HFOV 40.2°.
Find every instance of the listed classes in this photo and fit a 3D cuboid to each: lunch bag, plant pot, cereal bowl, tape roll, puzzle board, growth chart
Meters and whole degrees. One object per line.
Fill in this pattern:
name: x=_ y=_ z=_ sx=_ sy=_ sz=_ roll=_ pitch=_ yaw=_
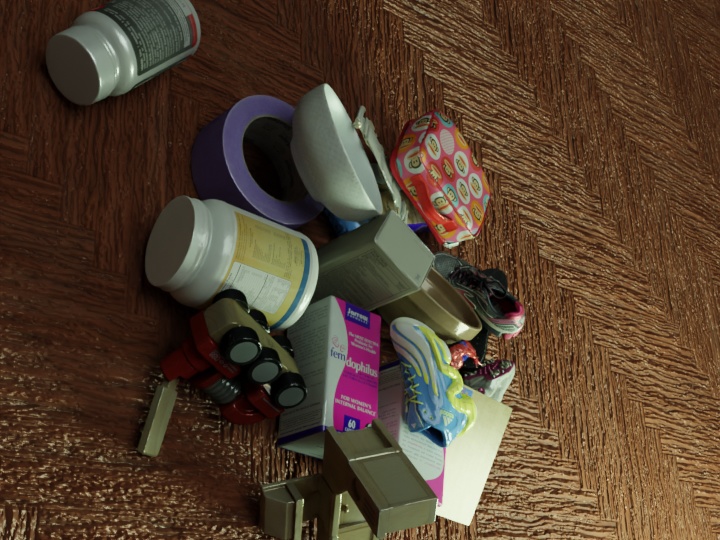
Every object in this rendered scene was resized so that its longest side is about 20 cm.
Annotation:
lunch bag: x=0.132 y=-0.142 z=1.605 sx=0.200 sy=0.081 sz=0.177 roll=53 pitch=37 yaw=-27
plant pot: x=0.090 y=0.054 z=1.554 sx=0.201 sy=0.093 sz=0.201 roll=41 pitch=13 yaw=-11
cereal bowl: x=-0.044 y=-0.157 z=1.402 sx=0.200 sy=0.083 sz=0.202 roll=-24 pitch=90 yaw=-81
tape roll: x=-0.144 y=-0.149 z=1.449 sx=0.199 sy=0.085 sz=0.202 roll=19 pitch=61 yaw=-38
puzzle board: x=0.155 y=0.287 z=1.542 sx=0.150 sy=0.017 sz=0.202 roll=28 pitch=79 yaw=-38
growth chart: x=0.035 y=-0.162 z=1.538 sx=0.145 sy=0.018 sz=0.201 roll=-62 pitch=129 yaw=-77

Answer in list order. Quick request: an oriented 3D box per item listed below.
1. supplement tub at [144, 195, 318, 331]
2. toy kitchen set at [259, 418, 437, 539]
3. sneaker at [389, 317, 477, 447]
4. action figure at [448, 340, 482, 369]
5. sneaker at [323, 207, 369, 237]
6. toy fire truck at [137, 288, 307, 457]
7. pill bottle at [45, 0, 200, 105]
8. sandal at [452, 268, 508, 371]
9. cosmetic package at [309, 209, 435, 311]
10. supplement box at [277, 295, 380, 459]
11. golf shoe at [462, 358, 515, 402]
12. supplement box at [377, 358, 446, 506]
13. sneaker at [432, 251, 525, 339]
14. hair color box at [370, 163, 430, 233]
supplement tub: x=-0.172 y=-0.009 z=1.318 sx=0.199 sy=0.144 sz=0.146 roll=21 pitch=59 yaw=-36
toy kitchen set: x=-0.024 y=0.330 z=1.250 sx=0.162 sy=0.180 sz=0.202 roll=-7 pitch=117 yaw=-23
sneaker: x=0.093 y=0.167 z=1.405 sx=0.201 sy=0.075 sz=0.105 roll=54 pitch=46 yaw=-13
action figure: x=0.150 y=0.142 z=1.548 sx=0.052 sy=0.065 sz=0.200 roll=62 pitch=10 yaw=9
sneaker: x=-0.035 y=-0.095 z=1.552 sx=0.078 sy=0.066 sz=0.202 roll=-6 pitch=76 yaw=-33
toy fire truck: x=-0.188 y=0.153 z=1.261 sx=0.176 sy=0.199 sz=0.129 roll=50 pitch=10 yaw=-44
pill bottle: x=-0.318 y=-0.305 z=1.324 sx=0.114 sy=0.113 sz=0.200 roll=56 pitch=44 yaw=-10
sandal: x=0.202 y=0.086 z=1.708 sx=0.048 sy=0.075 sz=0.202 roll=79 pitch=30 yaw=-61
cosmetic package: x=0.000 y=0.000 z=1.440 sx=0.104 sy=0.199 sz=0.073 roll=47 pitch=47 yaw=-19
supplement box: x=-0.043 y=0.154 z=1.395 sx=0.101 sy=0.103 sz=0.202 roll=23 pitch=56 yaw=-36
golf shoe: x=0.204 y=0.217 z=1.653 sx=0.200 sy=0.075 sz=0.092 roll=-34 pitch=118 yaw=-47
supplement box: x=0.062 y=0.248 z=1.466 sx=0.101 sy=0.103 sz=0.202 roll=29 pitch=53 yaw=-33
sneaker: x=0.198 y=0.028 z=1.663 sx=0.199 sy=0.075 sz=0.081 roll=36 pitch=68 yaw=15
hair color box: x=0.071 y=-0.121 z=1.661 sx=0.199 sy=0.065 sz=0.110 roll=-8 pitch=79 yaw=-44
